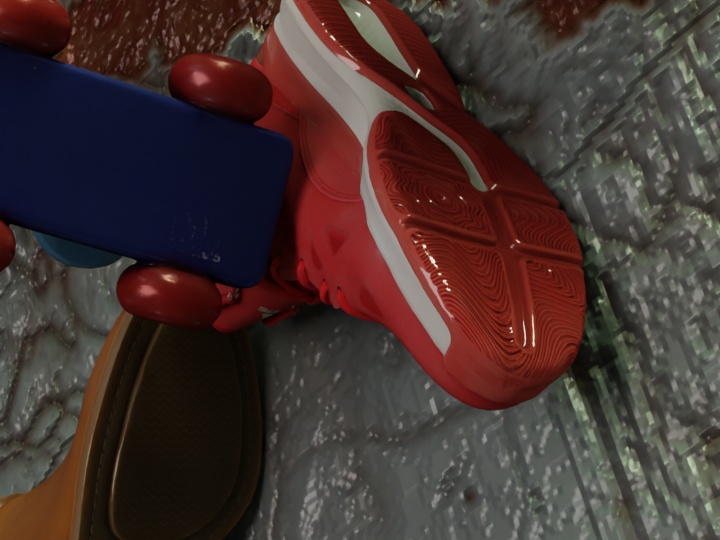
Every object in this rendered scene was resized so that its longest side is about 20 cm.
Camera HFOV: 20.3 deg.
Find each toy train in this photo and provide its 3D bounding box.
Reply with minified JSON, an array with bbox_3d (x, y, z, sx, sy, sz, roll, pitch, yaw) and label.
[{"bbox_3d":[-0.132,-0.044,0.638,0.115,0.198,0.085,3,78,64],"label":"toy train"}]

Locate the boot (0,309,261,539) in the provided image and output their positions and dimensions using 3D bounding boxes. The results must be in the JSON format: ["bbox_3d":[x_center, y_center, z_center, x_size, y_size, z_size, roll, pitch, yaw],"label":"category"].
[{"bbox_3d":[-0.117,0.096,0.745,0.154,0.073,0.202,1,76,50],"label":"boot"}]

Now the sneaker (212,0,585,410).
[{"bbox_3d":[0.000,0.000,0.665,0.116,0.078,0.201,-58,33,28],"label":"sneaker"}]
